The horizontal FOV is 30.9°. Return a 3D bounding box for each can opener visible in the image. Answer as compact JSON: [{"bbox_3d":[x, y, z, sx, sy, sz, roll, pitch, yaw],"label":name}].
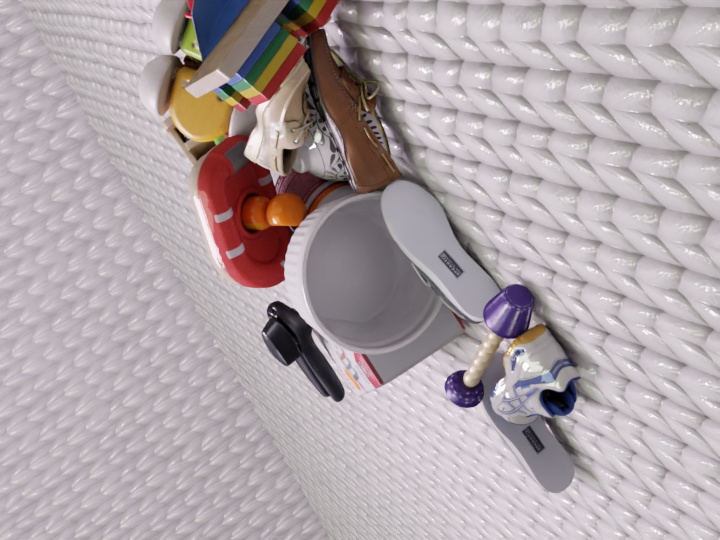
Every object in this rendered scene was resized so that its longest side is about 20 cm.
[{"bbox_3d":[-0.081,0.119,1.860,0.063,0.079,0.200,33,162,46],"label":"can opener"}]

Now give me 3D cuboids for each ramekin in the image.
[{"bbox_3d":[0.000,0.000,1.624,0.201,0.200,0.105,61,161,-16],"label":"ramekin"}]

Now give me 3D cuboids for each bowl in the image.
[{"bbox_3d":[-0.059,-0.184,1.647,0.201,0.094,0.201,50,163,21],"label":"bowl"}]

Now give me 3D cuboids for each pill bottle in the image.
[{"bbox_3d":[-0.053,-0.095,1.766,0.200,0.113,0.113,43,160,52],"label":"pill bottle"}]

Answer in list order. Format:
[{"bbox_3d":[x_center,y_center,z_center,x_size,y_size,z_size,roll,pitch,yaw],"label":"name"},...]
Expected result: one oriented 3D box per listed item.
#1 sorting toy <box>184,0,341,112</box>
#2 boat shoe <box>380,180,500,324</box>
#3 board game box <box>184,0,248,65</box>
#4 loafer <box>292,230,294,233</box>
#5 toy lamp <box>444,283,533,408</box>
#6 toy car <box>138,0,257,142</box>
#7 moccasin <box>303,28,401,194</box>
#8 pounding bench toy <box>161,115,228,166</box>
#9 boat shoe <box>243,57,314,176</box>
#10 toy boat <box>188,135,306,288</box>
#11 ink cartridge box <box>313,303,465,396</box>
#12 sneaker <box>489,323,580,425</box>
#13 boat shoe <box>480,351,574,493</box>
[{"bbox_3d":[-0.092,-0.265,1.421,0.070,0.199,0.200,37,171,-15],"label":"sorting toy"},{"bbox_3d":[0.092,-0.019,1.571,0.200,0.072,0.068,49,163,3],"label":"boat shoe"},{"bbox_3d":[-0.175,-0.317,1.531,0.039,0.158,0.200,14,149,13],"label":"board game box"},{"bbox_3d":[-0.078,-0.046,1.877,0.075,0.068,0.200,27,-150,-9],"label":"loafer"},{"bbox_3d":[0.153,0.087,1.528,0.058,0.058,0.200,51,145,20],"label":"toy lamp"},{"bbox_3d":[-0.185,-0.276,1.722,0.174,0.150,0.201,20,117,5],"label":"toy car"},{"bbox_3d":[-0.009,-0.190,1.526,0.074,0.077,0.202,-117,3,-79],"label":"moccasin"},{"bbox_3d":[-0.211,-0.204,1.947,0.156,0.124,0.200,54,179,10],"label":"pounding bench toy"},{"bbox_3d":[-0.084,-0.178,1.526,0.065,0.072,0.200,36,149,3],"label":"boat shoe"},{"bbox_3d":[-0.126,-0.072,1.669,0.130,0.131,0.201,3,124,32],"label":"toy boat"},{"bbox_3d":[0.030,0.072,1.797,0.146,0.144,0.200,56,167,3],"label":"ink cartridge box"},{"bbox_3d":[0.207,0.147,1.523,0.088,0.075,0.200,49,163,24],"label":"sneaker"},{"bbox_3d":[0.202,0.191,1.656,0.200,0.072,0.066,54,168,-6],"label":"boat shoe"}]
